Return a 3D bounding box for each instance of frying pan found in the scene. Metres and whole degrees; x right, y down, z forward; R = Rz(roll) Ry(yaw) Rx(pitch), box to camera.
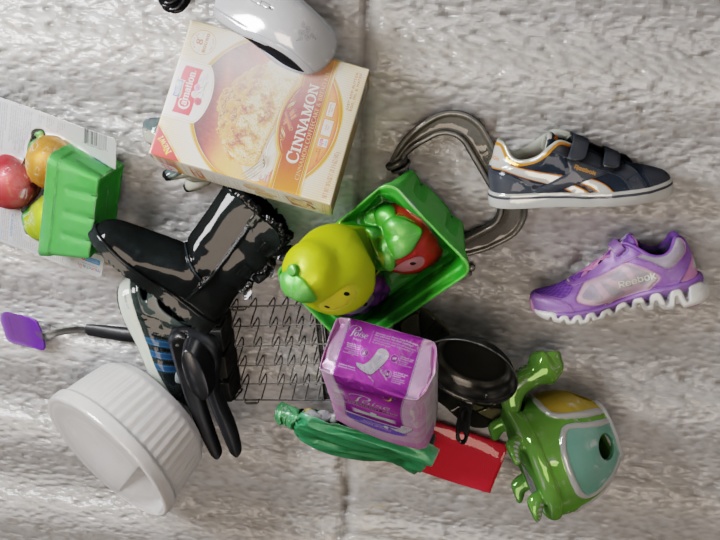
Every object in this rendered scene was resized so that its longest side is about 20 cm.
[{"bbox_3d":[0.140,0.138,1.265,0.114,0.031,0.190,-1,135,30],"label":"frying pan"}]

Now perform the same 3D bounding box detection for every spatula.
[{"bbox_3d":[-0.368,0.079,1.391,0.199,0.021,0.057,1,128,6],"label":"spatula"}]

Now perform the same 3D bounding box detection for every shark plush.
[{"bbox_3d":[-0.150,-0.151,1.227,0.199,0.091,0.084,-12,83,19],"label":"shark plush"}]

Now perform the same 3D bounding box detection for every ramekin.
[{"bbox_3d":[-0.286,0.204,1.356,0.202,0.094,0.203,30,147,23],"label":"ramekin"}]

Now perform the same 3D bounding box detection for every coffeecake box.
[{"bbox_3d":[-0.106,-0.163,1.169,0.199,0.073,0.154,16,83,2],"label":"coffeecake box"}]

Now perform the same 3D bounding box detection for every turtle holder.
[{"bbox_3d":[0.231,0.197,1.301,0.131,0.141,0.186,-22,74,-3],"label":"turtle holder"}]

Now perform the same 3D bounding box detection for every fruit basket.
[{"bbox_3d":[0.000,0.000,1.180,0.215,0.216,0.156,-40,102,23],"label":"fruit basket"},{"bbox_3d":[-0.381,-0.104,1.286,0.199,0.094,0.186,22,117,16],"label":"fruit basket"}]

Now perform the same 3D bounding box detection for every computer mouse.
[{"bbox_3d":[-0.112,-0.279,1.128,0.200,0.044,0.110,31,79,4],"label":"computer mouse"}]

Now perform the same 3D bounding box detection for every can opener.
[{"bbox_3d":[-0.191,0.153,1.324,0.063,0.079,0.201,3,127,17],"label":"can opener"}]

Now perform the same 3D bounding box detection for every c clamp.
[{"bbox_3d":[0.097,-0.077,1.239,0.170,0.027,0.201,-21,110,18],"label":"c clamp"}]

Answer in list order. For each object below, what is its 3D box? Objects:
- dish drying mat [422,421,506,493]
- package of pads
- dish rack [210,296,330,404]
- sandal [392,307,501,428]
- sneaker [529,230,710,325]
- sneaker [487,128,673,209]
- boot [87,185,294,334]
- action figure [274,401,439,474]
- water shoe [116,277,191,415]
[{"bbox_3d":[0.083,0.223,1.389,0.199,0.018,0.077,18,116,1],"label":"dish drying mat"},{"bbox_3d":[0.027,0.130,1.214,0.120,0.076,0.200,15,157,11],"label":"package of pads"},{"bbox_3d":[-0.093,0.094,1.338,0.199,0.055,0.154,-1,116,8],"label":"dish rack"},{"bbox_3d":[0.103,0.117,1.318,0.080,0.057,0.201,-33,121,16],"label":"sandal"},{"bbox_3d":[0.287,0.004,1.224,0.199,0.081,0.089,-11,106,9],"label":"sneaker"},{"bbox_3d":[0.238,-0.111,1.172,0.199,0.078,0.080,-2,106,4],"label":"sneaker"},{"bbox_3d":[-0.188,-0.037,1.245,0.198,0.073,0.163,39,102,-16],"label":"boot"},{"bbox_3d":[-0.010,0.201,1.339,0.199,0.055,0.118,16,149,-6],"label":"action figure"},{"bbox_3d":[-0.229,0.091,1.347,0.079,0.072,0.201,-20,111,15],"label":"water shoe"}]
